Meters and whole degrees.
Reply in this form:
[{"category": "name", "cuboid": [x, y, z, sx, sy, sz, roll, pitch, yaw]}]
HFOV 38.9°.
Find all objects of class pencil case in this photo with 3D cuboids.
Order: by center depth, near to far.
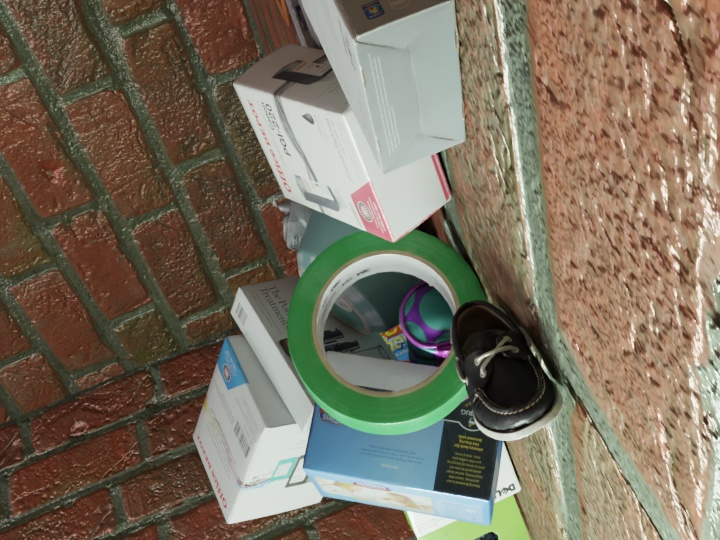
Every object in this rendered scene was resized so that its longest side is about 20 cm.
[{"category": "pencil case", "cuboid": [0.090, 0.082, 1.141, 0.201, 0.083, 0.094, 75, -172, -65]}]

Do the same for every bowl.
[{"category": "bowl", "cuboid": [0.000, 0.000, 1.231, 0.200, 0.105, 0.201, 38, 166, 12]}]

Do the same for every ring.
[{"category": "ring", "cuboid": [-0.156, -0.535, 1.812, 0.200, 0.019, 0.203, 158, 91, -88]}]

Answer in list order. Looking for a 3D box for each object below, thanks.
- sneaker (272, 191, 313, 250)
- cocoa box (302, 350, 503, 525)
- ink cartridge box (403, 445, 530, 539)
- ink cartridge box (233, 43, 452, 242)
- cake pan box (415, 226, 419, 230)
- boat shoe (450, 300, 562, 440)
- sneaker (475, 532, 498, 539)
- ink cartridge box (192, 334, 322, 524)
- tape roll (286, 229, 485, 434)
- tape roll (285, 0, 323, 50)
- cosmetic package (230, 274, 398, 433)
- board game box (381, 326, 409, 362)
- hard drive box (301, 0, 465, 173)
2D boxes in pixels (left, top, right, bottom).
[{"category": "sneaker", "cuboid": [-0.040, -0.037, 1.393, 0.075, 0.113, 0.203, -126, 14, -75]}, {"category": "cocoa box", "cuboid": [0.052, 0.181, 1.086, 0.134, 0.196, 0.133, 73, -153, -65]}, {"category": "ink cartridge box", "cuboid": [0.129, 0.292, 1.277, 0.076, 0.146, 0.203, -145, 32, -81]}, {"category": "ink cartridge box", "cuboid": [-0.021, -0.128, 0.987, 0.199, 0.084, 0.147, 27, 148, 51]}, {"category": "cake pan box", "cuboid": [0.029, -0.086, 1.366, 0.185, 0.052, 0.202, 71, 176, -64]}, {"category": "boat shoe", "cuboid": [0.116, 0.077, 0.856, 0.200, 0.073, 0.061, -94, -21, -74]}, {"category": "sneaker", "cuboid": [0.213, 0.440, 1.598, 0.202, 0.073, 0.081, 60, 167, 20]}, {"category": "ink cartridge box", "cuboid": [-0.111, 0.198, 1.318, 0.148, 0.144, 0.202, 59, 140, 35]}, {"category": "tape roll", "cuboid": [0.027, 0.058, 1.010, 0.048, 0.198, 0.203, 73, 174, -68]}, {"category": "tape roll", "cuboid": [-0.034, -0.275, 1.085, 0.200, 0.065, 0.203, 159, 91, -87]}, {"category": "cosmetic package", "cuboid": [-0.050, 0.093, 1.268, 0.201, 0.149, 0.052, 54, 135, 30]}, {"category": "board game box", "cuboid": [0.044, 0.163, 1.378, 0.056, 0.197, 0.198, 68, 179, -64]}, {"category": "hard drive box", "cuboid": [0.006, -0.205, 0.787, 0.157, 0.076, 0.202, 75, 172, -59]}]
